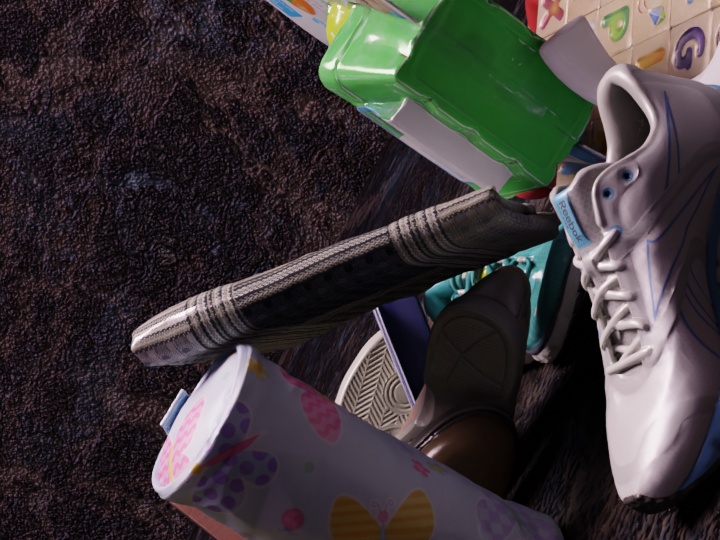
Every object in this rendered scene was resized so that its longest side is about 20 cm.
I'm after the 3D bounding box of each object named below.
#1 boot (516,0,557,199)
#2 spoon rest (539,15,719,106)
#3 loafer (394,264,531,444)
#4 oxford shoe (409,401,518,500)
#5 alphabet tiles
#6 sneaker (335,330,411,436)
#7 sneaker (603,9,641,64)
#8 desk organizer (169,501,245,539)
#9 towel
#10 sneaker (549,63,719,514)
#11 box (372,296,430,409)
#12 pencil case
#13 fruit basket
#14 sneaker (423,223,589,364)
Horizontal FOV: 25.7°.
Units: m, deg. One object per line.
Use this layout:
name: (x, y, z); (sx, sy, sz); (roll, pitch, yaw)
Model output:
boot: (0.132, -0.121, 1.057); (0.144, 0.072, 0.200); (-65, -19, 0)
spoon rest: (0.174, -0.115, 0.712); (0.200, 0.061, 0.099); (-17, 19, 49)
loafer: (0.063, 0.084, 0.927); (0.063, 0.072, 0.200); (-50, -20, -47)
oxford shoe: (0.039, 0.168, 0.871); (0.200, 0.073, 0.084); (-67, 19, 12)
alphabet tiles: (0.148, -0.135, 0.846); (0.200, 0.006, 0.167); (-19, 62, 62)
sneaker: (0.000, 0.131, 1.285); (0.200, 0.075, 0.085); (-64, 10, -2)
sneaker: (0.149, -0.106, 0.931); (0.200, 0.078, 0.099); (108, -178, -66)
desk organizer: (-0.033, 0.161, 0.940); (0.072, 0.077, 0.200); (-51, -27, -11)
towel: (0.000, 0.000, 0.810); (0.192, 0.035, 0.200); (-23, -7, 13)
sneaker: (0.115, 0.002, 0.663); (0.075, 0.087, 0.200); (-37, 38, 57)
box: (0.039, 0.064, 1.074); (0.032, 0.121, 0.200); (-21, 7, 0)
pencil case: (0.001, 0.113, 0.753); (0.083, 0.200, 0.091); (-58, 16, 2)
fruit basket: (0.032, -0.102, 0.858); (0.094, 0.185, 0.200); (-61, 26, -8)
sneaker: (0.090, 0.014, 0.963); (0.078, 0.080, 0.200); (-66, 7, -20)
